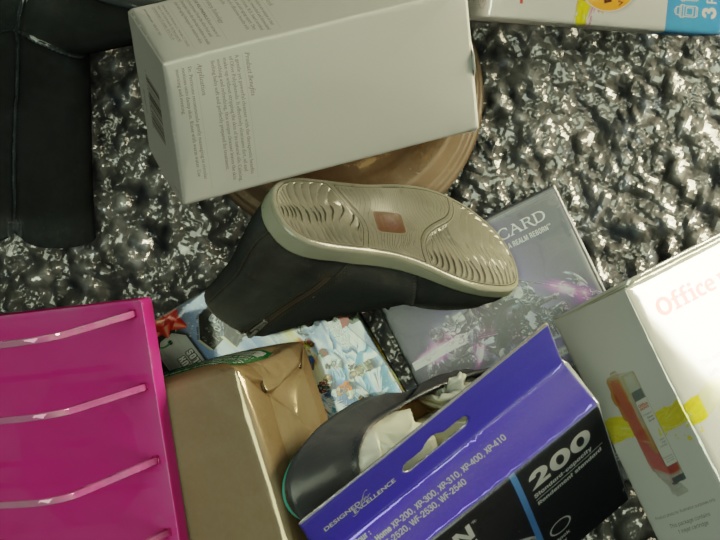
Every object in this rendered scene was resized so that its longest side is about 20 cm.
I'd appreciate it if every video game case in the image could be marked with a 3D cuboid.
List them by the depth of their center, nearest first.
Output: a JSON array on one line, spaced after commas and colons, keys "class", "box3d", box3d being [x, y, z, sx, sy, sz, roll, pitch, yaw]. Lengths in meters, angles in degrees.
[{"class": "video game case", "box3d": [0.110, 0.063, 1.678, 0.143, 0.019, 0.200, -26, 87, 4]}]

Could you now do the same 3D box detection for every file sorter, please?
[{"class": "file sorter", "box3d": [-0.202, 0.130, 1.528, 0.139, 0.125, 0.201, -6, 95, 25]}]

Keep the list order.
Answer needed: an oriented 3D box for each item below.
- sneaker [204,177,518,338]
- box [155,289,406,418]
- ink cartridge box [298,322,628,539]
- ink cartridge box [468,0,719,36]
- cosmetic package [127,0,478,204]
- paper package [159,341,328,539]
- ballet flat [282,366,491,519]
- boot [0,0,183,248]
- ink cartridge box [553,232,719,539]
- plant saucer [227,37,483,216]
[{"class": "sneaker", "box3d": [0.000, 0.000, 1.633, 0.200, 0.106, 0.075, 13, 49, -31]}, {"class": "box", "box3d": [-0.042, 0.092, 1.678, 0.137, 0.040, 0.200, -30, 87, 3]}, {"class": "ink cartridge box", "box3d": [0.071, 0.150, 1.561, 0.198, 0.200, 0.043, -39, 56, -8]}, {"class": "ink cartridge box", "box3d": [0.135, -0.216, 1.624, 0.199, 0.068, 0.116, 3, 95, -10]}, {"class": "cosmetic package", "box3d": [-0.034, -0.125, 1.568, 0.199, 0.085, 0.108, -15, 124, -15]}, {"class": "paper package", "box3d": [-0.114, 0.162, 1.619, 0.200, 0.103, 0.191, -17, 93, 26]}, {"class": "ballet flat", "box3d": [0.035, 0.106, 1.582, 0.073, 0.200, 0.073, 17, 116, 37]}, {"class": "boot", "box3d": [-0.183, -0.105, 1.639, 0.164, 0.066, 0.201, 14, 114, 14]}, {"class": "ink cartridge box", "box3d": [0.234, 0.085, 1.603, 0.145, 0.083, 0.200, -24, 88, -38]}, {"class": "plant saucer", "box3d": [-0.017, -0.120, 1.664, 0.199, 0.029, 0.201, 0, 79, 1]}]
